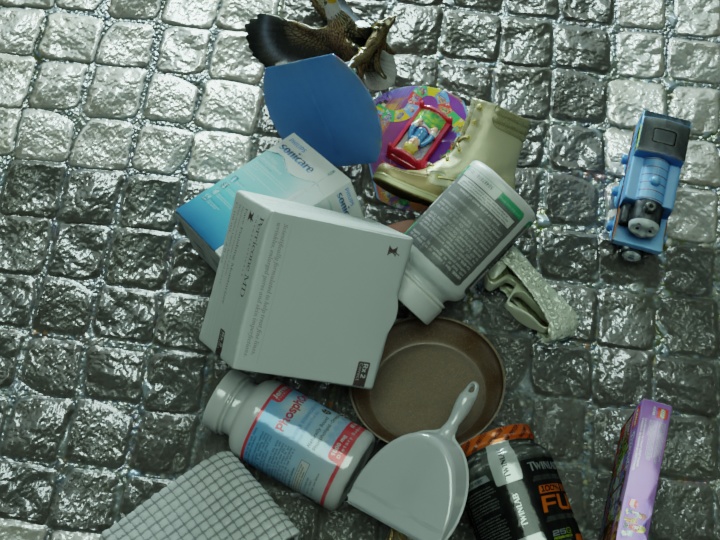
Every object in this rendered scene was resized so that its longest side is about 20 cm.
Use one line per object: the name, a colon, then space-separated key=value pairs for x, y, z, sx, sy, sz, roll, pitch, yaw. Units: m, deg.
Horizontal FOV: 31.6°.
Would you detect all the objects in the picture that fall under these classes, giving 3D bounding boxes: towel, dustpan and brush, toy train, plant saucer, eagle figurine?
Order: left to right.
towel: x=-0.186 y=0.335 z=1.521 sx=0.200 sy=0.086 sz=0.166 roll=-36 pitch=56 yaw=-16
eagle figurine: x=-0.043 y=-0.344 z=1.821 sx=0.200 sy=0.151 sz=0.152 roll=21 pitch=21 yaw=39
plant saucer: x=0.086 y=0.150 z=1.630 sx=0.200 sy=0.037 sz=0.201 roll=-3 pitch=55 yaw=4
dustpan and brush: x=0.088 y=0.220 z=1.535 sx=0.139 sy=0.057 sz=0.200 roll=24 pitch=85 yaw=29
toy train: x=0.388 y=-0.113 z=1.718 sx=0.087 sy=0.114 sz=0.200 roll=15 pitch=67 yaw=6

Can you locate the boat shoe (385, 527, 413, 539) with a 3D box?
boat shoe: x=0.067 y=0.323 z=1.555 sx=0.074 sy=0.069 sz=0.200 roll=12 pitch=67 yaw=4

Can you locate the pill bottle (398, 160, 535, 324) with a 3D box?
pill bottle: x=0.120 y=-0.034 z=1.636 sx=0.113 sy=0.113 sz=0.200 roll=44 pitch=91 yaw=16

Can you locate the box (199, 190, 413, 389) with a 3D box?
box: x=-0.068 y=0.024 z=1.567 sx=0.200 sy=0.131 sz=0.199 roll=11 pitch=98 yaw=-29

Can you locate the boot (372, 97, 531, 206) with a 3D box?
boot: x=0.125 y=-0.159 z=1.718 sx=0.200 sy=0.073 sz=0.156 roll=14 pitch=90 yaw=-10

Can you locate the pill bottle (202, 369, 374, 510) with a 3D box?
pill bottle: x=-0.091 y=0.205 z=1.581 sx=0.200 sy=0.109 sz=0.109 roll=28 pitch=70 yaw=10

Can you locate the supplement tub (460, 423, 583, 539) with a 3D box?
supplement tub: x=0.194 y=0.296 z=1.540 sx=0.122 sy=0.123 sz=0.200 roll=-16 pitch=69 yaw=-7

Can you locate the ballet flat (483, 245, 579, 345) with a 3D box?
ballet flat: x=0.205 y=0.019 z=1.680 sx=0.072 sy=0.072 sz=0.200 roll=-39 pitch=72 yaw=-15

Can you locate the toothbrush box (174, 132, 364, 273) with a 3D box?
toothbrush box: x=-0.119 y=-0.072 z=1.684 sx=0.200 sy=0.085 sz=0.146 roll=-36 pitch=47 yaw=-14

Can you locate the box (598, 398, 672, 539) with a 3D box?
box: x=0.328 y=0.271 z=1.544 sx=0.039 sy=0.137 sz=0.200 roll=15 pitch=67 yaw=5

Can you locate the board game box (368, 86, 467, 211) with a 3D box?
board game box: x=0.086 y=-0.181 z=1.782 sx=0.158 sy=0.039 sz=0.200 roll=-11 pitch=68 yaw=-5

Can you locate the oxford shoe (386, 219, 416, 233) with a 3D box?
oxford shoe: x=0.000 y=0.000 z=1.691 sx=0.200 sy=0.071 sz=0.074 roll=-24 pitch=75 yaw=-9

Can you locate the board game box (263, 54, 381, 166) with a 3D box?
board game box: x=-0.041 y=-0.220 z=1.726 sx=0.039 sy=0.200 sz=0.158 roll=-42 pitch=116 yaw=-37
